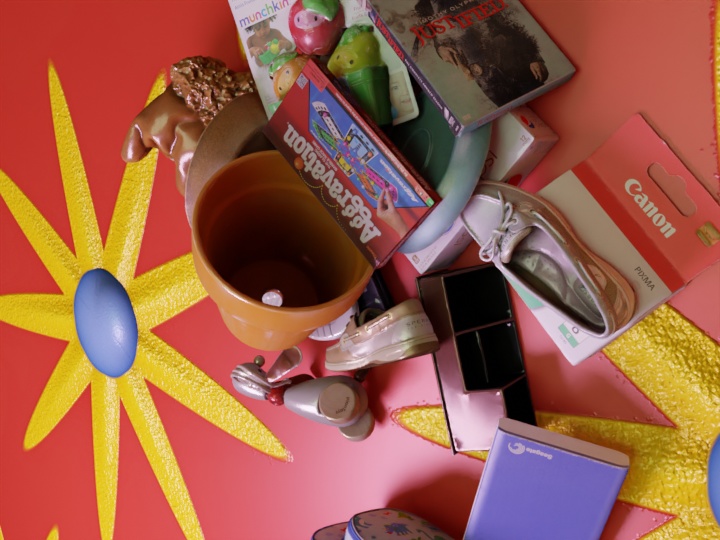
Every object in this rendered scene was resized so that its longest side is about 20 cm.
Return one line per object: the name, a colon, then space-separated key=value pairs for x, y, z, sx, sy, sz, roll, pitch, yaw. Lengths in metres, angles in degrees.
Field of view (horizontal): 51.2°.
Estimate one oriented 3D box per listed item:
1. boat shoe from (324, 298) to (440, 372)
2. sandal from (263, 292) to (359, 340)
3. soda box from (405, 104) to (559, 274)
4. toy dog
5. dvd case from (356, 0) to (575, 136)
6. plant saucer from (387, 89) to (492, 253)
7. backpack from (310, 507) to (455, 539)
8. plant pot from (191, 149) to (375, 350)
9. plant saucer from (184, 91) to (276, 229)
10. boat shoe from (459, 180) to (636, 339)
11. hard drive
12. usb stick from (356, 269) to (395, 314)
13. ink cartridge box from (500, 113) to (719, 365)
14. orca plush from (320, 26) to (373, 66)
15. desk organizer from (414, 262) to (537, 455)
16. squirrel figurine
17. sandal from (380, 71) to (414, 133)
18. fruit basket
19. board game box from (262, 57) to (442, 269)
boat shoe: x=0.019 y=0.075 z=0.862 sx=0.200 sy=0.074 sz=0.067 roll=-22 pitch=78 yaw=54
sandal: x=-0.067 y=0.047 z=0.996 sx=0.202 sy=0.050 sz=0.083 roll=4 pitch=85 yaw=44
soda box: x=0.117 y=-0.089 z=0.810 sx=0.068 sy=0.064 sz=0.200 roll=51 pitch=124 yaw=20
toy dog: x=-0.063 y=0.142 z=0.974 sx=0.199 sy=0.097 sz=0.132 roll=24 pitch=158 yaw=3
dvd case: x=0.100 y=-0.241 z=0.753 sx=0.200 sy=0.146 sz=0.022 roll=57 pitch=161 yaw=17
plant saucer: x=0.065 y=-0.117 z=0.800 sx=0.200 sy=0.027 sz=0.201 roll=-39 pitch=42 yaw=46
backpack: x=0.031 y=0.370 z=0.895 sx=0.199 sy=0.183 sz=0.148 roll=18 pitch=94 yaw=41
plant pot: x=-0.094 y=-0.001 z=0.857 sx=0.201 sy=0.200 sz=0.183 roll=54 pitch=152 yaw=18
plant saucer: x=-0.132 y=-0.115 z=0.919 sx=0.035 sy=0.200 sz=0.201 roll=23 pitch=113 yaw=25
boat shoe: x=0.170 y=-0.013 z=0.719 sx=0.202 sy=0.065 sz=0.075 roll=46 pitch=122 yaw=18
hard drive: x=0.187 y=0.258 z=0.795 sx=0.131 sy=0.025 sz=0.201 roll=15 pitch=119 yaw=10
usb stick: x=0.000 y=0.000 z=0.941 sx=0.055 sy=0.033 sz=0.201 roll=-32 pitch=79 yaw=46
ink cartridge box: x=0.237 y=-0.027 z=0.736 sx=0.161 sy=0.050 sz=0.200 roll=55 pitch=128 yaw=17
orca plush: x=-0.023 y=-0.272 z=0.906 sx=0.105 sy=0.071 sz=0.201 roll=5 pitch=119 yaw=-8
desk organizer: x=0.130 y=0.095 z=0.830 sx=0.077 sy=0.072 sz=0.201 roll=-11 pitch=91 yaw=37
squirrel figurine: x=-0.186 y=-0.173 z=0.994 sx=0.187 sy=0.141 sz=0.200 roll=44 pitch=125 yaw=16
sandal: x=0.028 y=-0.207 z=0.879 sx=0.075 sy=0.045 sz=0.200 roll=43 pitch=108 yaw=18
fruit basket: x=-0.046 y=-0.237 z=0.823 sx=0.184 sy=0.094 sz=0.201 roll=-13 pitch=104 yaw=26
board game box: x=-0.014 y=-0.109 z=0.770 sx=0.200 sy=0.019 sz=0.103 roll=51 pitch=125 yaw=14
